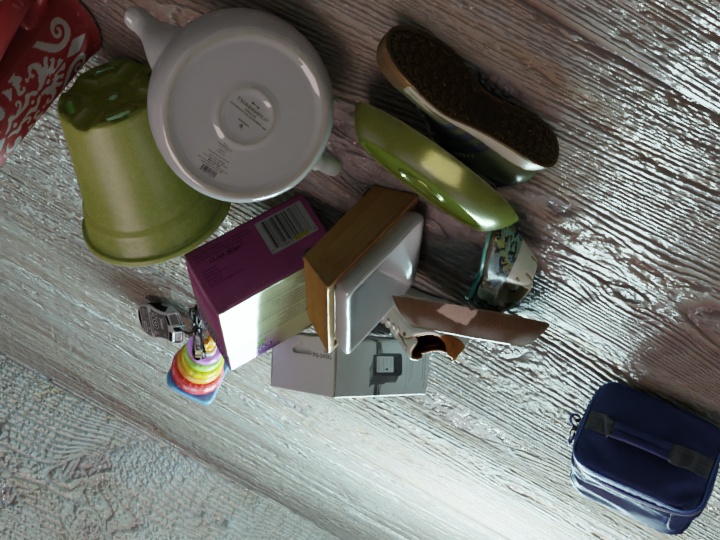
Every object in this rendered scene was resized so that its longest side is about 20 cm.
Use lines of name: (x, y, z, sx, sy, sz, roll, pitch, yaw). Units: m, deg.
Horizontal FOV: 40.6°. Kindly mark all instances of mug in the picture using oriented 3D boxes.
mug: (-0.407, -0.235, 1.090, 0.132, 0.202, 0.178, 20, 155, 18)

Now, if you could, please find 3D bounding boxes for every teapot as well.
teapot: (-0.121, -0.172, 0.982, 0.146, 0.194, 0.203, -122, 22, -63)

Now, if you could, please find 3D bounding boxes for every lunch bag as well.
lunch bag: (0.365, 0.237, 1.272, 0.197, 0.137, 0.133, 21, 155, 19)

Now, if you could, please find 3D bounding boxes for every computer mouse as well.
computer mouse: (-0.355, 0.099, 1.854, 0.198, 0.044, 0.112, 15, 119, 43)

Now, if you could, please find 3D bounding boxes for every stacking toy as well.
stacking toy: (-0.306, 0.163, 1.898, 0.108, 0.117, 0.201, 26, 145, -3)

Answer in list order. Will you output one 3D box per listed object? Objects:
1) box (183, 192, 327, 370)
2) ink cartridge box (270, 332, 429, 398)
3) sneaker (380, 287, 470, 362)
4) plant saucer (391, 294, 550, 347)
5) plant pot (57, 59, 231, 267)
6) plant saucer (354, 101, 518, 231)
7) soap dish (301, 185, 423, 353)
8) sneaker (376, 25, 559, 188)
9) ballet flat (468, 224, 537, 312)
box: (-0.127, 0.019, 1.294, 0.097, 0.174, 0.201, 55, 164, 21)
ink cartridge box: (-0.016, 0.137, 1.435, 0.198, 0.085, 0.144, 5, 178, -45)
sneaker: (0.056, 0.070, 1.336, 0.197, 0.086, 0.073, 16, 155, 29)
plant saucer: (0.132, 0.064, 1.196, 0.197, 0.037, 0.200, 11, 177, 1)
plant pot: (-0.273, -0.141, 1.174, 0.198, 0.201, 0.186, 15, 142, 25)
plant saucer: (0.067, -0.095, 0.969, 0.199, 0.031, 0.200, 36, 179, 1)
soap dish: (0.000, 0.000, 1.187, 0.081, 0.157, 0.201, 38, 159, 16)
sneaker: (0.084, -0.140, 0.914, 0.198, 0.068, 0.090, 32, 150, -15)
ballet flat: (0.167, -0.002, 1.103, 0.073, 0.075, 0.200, 24, 165, 9)
